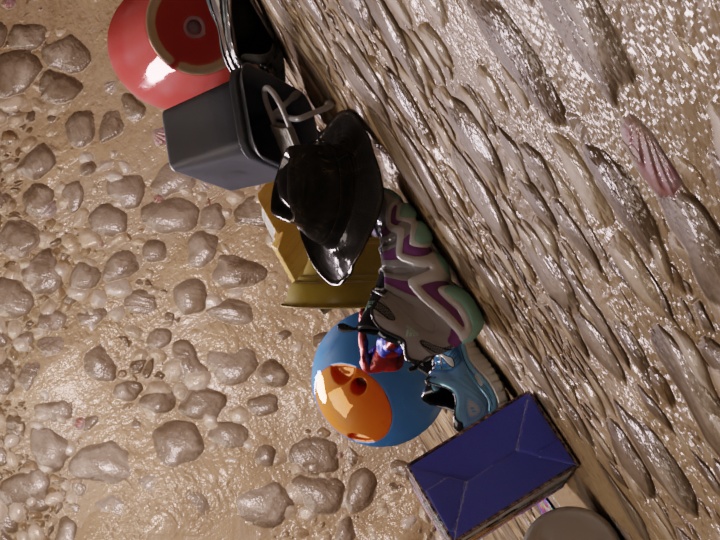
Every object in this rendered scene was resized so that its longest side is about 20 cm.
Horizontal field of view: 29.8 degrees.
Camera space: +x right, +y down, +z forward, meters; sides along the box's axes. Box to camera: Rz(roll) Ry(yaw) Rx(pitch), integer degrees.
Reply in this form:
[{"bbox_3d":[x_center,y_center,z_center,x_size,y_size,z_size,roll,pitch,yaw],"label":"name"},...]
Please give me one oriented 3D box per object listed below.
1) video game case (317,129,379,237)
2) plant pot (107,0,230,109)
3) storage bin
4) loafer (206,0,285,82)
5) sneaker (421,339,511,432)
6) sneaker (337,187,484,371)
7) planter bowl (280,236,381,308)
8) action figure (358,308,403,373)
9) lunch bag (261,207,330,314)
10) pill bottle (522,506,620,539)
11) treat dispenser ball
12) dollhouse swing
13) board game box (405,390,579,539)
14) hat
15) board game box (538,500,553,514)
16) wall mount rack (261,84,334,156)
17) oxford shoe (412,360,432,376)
[{"bbox_3d":[-0.011,-0.110,1.807,0.143,0.019,0.200,60,174,-21],"label":"video game case"},{"bbox_3d":[-0.247,-0.332,1.912,0.201,0.200,0.177,59,165,-9],"label":"plant pot"},{"bbox_3d":[-0.156,-0.177,1.722,0.200,0.134,0.146,17,-119,-66],"label":"storage bin"},{"bbox_3d":[-0.142,-0.294,1.725,0.063,0.072,0.200,44,164,48],"label":"loafer"},{"bbox_3d":[0.103,0.116,1.625,0.200,0.090,0.078,56,175,48],"label":"sneaker"},{"bbox_3d":[0.027,0.016,1.471,0.200,0.140,0.078,57,175,16],"label":"sneaker"},{"bbox_3d":[0.000,0.000,1.663,0.200,0.200,0.084,-162,70,-83],"label":"planter bowl"},{"bbox_3d":[0.035,0.069,1.667,0.200,0.065,0.099,121,144,-67],"label":"action figure"},{"bbox_3d":[-0.086,-0.044,2.398,0.164,0.117,0.200,57,180,27],"label":"lunch bag"},{"bbox_3d":[0.241,0.346,1.517,0.113,0.113,0.200,56,175,29],"label":"pill bottle"},{"bbox_3d":[0.028,0.156,1.966,0.201,0.201,0.201,58,175,8],"label":"treat dispenser ball"},{"bbox_3d":[-0.111,-0.107,2.044,0.176,0.182,0.200,33,163,28],"label":"dollhouse swing"},{"bbox_3d":[0.144,0.230,1.513,0.097,0.159,0.200,58,175,15],"label":"board game box"},{"bbox_3d":[-0.053,-0.086,1.489,0.201,0.081,0.201,-24,62,58],"label":"hat"},{"bbox_3d":[0.273,0.391,1.892,0.200,0.039,0.158,61,175,-30],"label":"board game box"},{"bbox_3d":[-0.061,-0.148,1.668,0.200,0.074,0.174,69,165,-17],"label":"wall mount rack"},{"bbox_3d":[0.108,0.123,1.731,0.200,0.073,0.084,55,176,40],"label":"oxford shoe"}]
